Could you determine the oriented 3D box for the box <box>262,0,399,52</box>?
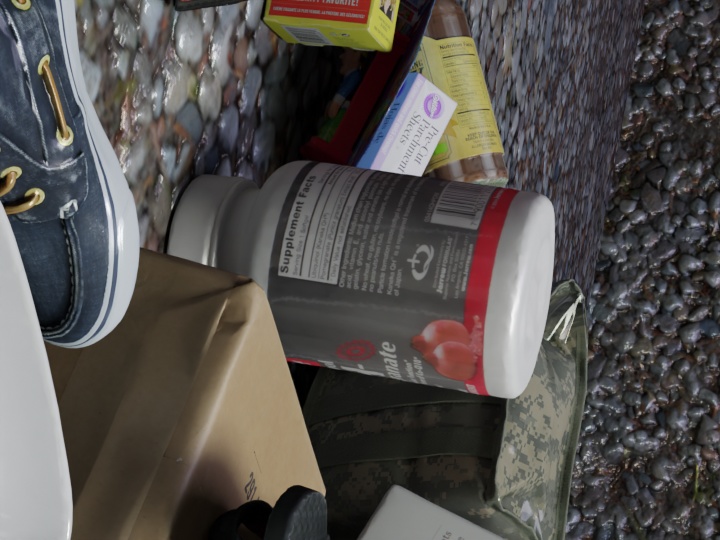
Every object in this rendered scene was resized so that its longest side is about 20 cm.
[{"bbox_3d":[-0.003,-0.239,0.906,0.050,0.075,0.202,25,75,-71],"label":"box"}]

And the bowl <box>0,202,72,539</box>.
[{"bbox_3d":[-0.172,0.081,0.459,0.201,0.074,0.201,-63,157,-48],"label":"bowl"}]

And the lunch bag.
[{"bbox_3d":[0.054,0.089,0.963,0.118,0.163,0.201,51,42,-41],"label":"lunch bag"}]

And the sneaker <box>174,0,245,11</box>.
[{"bbox_3d":[-0.057,-0.190,0.777,0.200,0.073,0.088,-55,137,-67],"label":"sneaker"}]

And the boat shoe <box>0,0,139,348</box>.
[{"bbox_3d":[-0.139,-0.046,0.533,0.091,0.070,0.202,-56,144,-56],"label":"boat shoe"}]

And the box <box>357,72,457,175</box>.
[{"bbox_3d":[0.000,-0.038,0.987,0.041,0.039,0.201,35,73,-27],"label":"box"}]

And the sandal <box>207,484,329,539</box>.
[{"bbox_3d":[-0.044,0.138,0.648,0.201,0.048,0.076,91,12,-73],"label":"sandal"}]

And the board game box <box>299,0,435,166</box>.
[{"bbox_3d":[-0.006,-0.121,0.982,0.158,0.039,0.201,-55,-170,37],"label":"board game box"}]

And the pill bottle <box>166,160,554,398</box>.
[{"bbox_3d":[0.000,0.000,0.805,0.111,0.198,0.112,9,90,-74],"label":"pill bottle"}]

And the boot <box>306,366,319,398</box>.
[{"bbox_3d":[0.012,0.015,1.127,0.186,0.064,0.202,-23,120,-63],"label":"boot"}]

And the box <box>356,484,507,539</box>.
[{"bbox_3d":[0.030,0.271,0.854,0.199,0.130,0.201,-55,156,-27],"label":"box"}]

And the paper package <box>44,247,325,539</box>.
[{"bbox_3d":[-0.102,0.124,0.688,0.201,0.103,0.192,78,26,-54],"label":"paper package"}]

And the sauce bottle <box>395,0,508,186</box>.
[{"bbox_3d":[0.055,-0.153,1.085,0.065,0.064,0.202,16,58,-75],"label":"sauce bottle"}]
